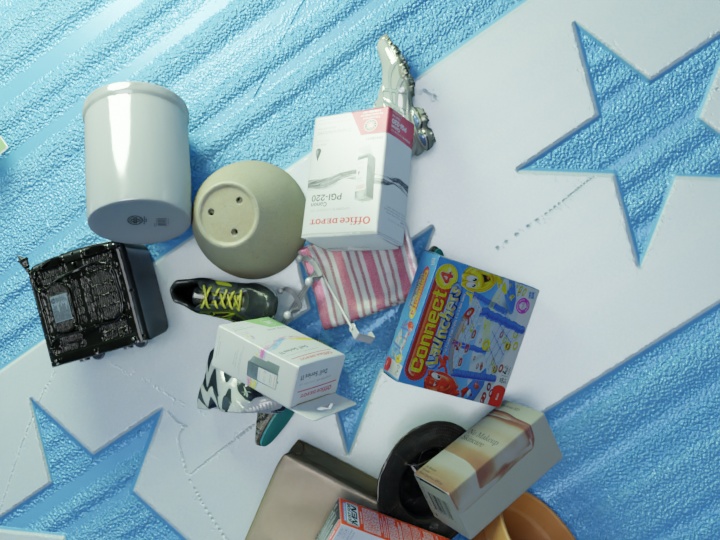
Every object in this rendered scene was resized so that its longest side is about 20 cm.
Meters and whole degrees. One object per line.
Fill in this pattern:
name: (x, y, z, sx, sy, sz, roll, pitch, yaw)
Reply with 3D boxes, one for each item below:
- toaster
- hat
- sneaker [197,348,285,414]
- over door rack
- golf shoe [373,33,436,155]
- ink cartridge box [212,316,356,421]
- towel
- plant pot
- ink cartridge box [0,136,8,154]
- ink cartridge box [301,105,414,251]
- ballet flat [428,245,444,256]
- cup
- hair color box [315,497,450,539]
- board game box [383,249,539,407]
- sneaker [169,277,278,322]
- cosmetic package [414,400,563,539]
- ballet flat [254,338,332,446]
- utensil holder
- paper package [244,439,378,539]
toaster: (-0.442, 0.046, 1.209, 0.179, 0.119, 0.202, -16, 89, 7)
hat: (0.099, 0.332, 1.154, 0.198, 0.081, 0.203, -2, 94, -21)
sneaker: (-0.192, 0.164, 1.172, 0.198, 0.079, 0.131, -9, 76, 50)
over door rack: (-0.082, 0.091, 1.134, 0.200, 0.066, 0.148, 50, 117, 36)
golf shoe: (0.048, -0.278, 1.166, 0.096, 0.078, 0.202, -19, 87, 13)
ink cartridge box: (-0.105, 0.138, 1.049, 0.198, 0.117, 0.068, 22, 105, 30)
towel: (0.000, 0.000, 1.163, 0.198, 0.030, 0.148, -22, 85, 27)
plant pot: (0.240, 0.460, 1.101, 0.200, 0.200, 0.140, 43, 112, 5)
ink cartridge box: (-0.717, -0.247, 1.276, 0.145, 0.048, 0.201, -39, 86, 6)
ink cartridge box: (-0.004, -0.137, 1.113, 0.144, 0.085, 0.203, -1, 79, 33)
ballet flat: (0.097, 0.061, 1.170, 0.063, 0.067, 0.203, 1, 89, 35)
cup: (-0.193, -0.085, 1.163, 0.198, 0.143, 0.203, 0, 91, 8)
hair color box: (0.033, 0.433, 1.079, 0.198, 0.064, 0.112, 25, 107, -12)
board game box: (0.158, 0.093, 1.119, 0.194, 0.056, 0.202, 17, 93, -24)
sneaker: (-0.226, 0.052, 1.172, 0.198, 0.084, 0.076, 4, 89, 29)
cosmetic package: (0.194, 0.295, 1.091, 0.199, 0.103, 0.088, -33, 106, -24)
ballet flat: (-0.120, 0.197, 1.204, 0.075, 0.068, 0.200, 41, 90, 26)
utensil holder: (-0.352, -0.165, 1.139, 0.168, 0.170, 0.202, -11, 69, 7)
paper package: (-0.074, 0.414, 1.175, 0.189, 0.103, 0.202, 25, 95, 6)
